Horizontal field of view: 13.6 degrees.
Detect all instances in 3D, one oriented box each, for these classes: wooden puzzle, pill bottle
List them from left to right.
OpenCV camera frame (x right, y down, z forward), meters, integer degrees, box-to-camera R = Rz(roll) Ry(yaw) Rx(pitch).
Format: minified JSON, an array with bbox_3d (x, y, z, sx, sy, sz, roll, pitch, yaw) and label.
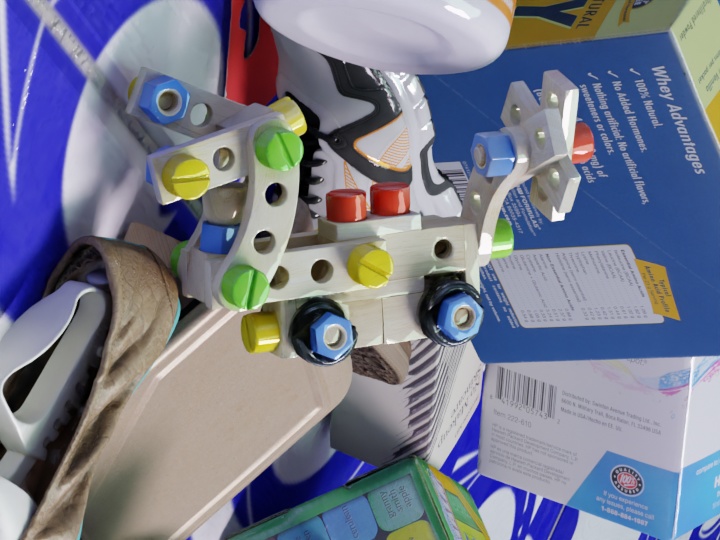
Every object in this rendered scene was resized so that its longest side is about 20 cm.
[{"bbox_3d":[-0.085,0.071,1.397,0.200,0.037,0.185,-46,158,-14],"label":"wooden puzzle"},{"bbox_3d":[0.026,-0.194,1.290,0.112,0.111,0.201,52,48,-71],"label":"pill bottle"}]

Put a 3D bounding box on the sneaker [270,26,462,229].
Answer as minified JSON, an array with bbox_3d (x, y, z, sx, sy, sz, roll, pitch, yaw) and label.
[{"bbox_3d":[-0.008,-0.054,1.401,0.080,0.074,0.200,-37,140,-11],"label":"sneaker"}]

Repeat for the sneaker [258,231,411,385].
[{"bbox_3d":[0.000,0.000,1.570,0.076,0.070,0.200,-64,164,-13],"label":"sneaker"}]

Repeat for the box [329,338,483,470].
[{"bbox_3d":[0.030,0.024,1.698,0.082,0.068,0.201,-57,160,-35],"label":"box"}]

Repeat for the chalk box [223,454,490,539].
[{"bbox_3d":[0.011,0.186,1.674,0.123,0.125,0.200,-24,166,7],"label":"chalk box"}]

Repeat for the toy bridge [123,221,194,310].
[{"bbox_3d":[-0.081,0.025,1.421,0.068,0.027,0.200,-66,163,-1],"label":"toy bridge"}]

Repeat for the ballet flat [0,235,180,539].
[{"bbox_3d":[-0.139,0.072,1.254,0.072,0.068,0.201,45,67,-51],"label":"ballet flat"}]

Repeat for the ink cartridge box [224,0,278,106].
[{"bbox_3d":[0.004,-0.160,1.415,0.162,0.050,0.200,96,21,-44],"label":"ink cartridge box"}]

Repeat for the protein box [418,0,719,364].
[{"bbox_3d":[0.134,-0.071,1.547,0.135,0.199,0.199,-53,127,-40],"label":"protein box"}]

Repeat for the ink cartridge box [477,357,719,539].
[{"bbox_3d":[0.152,0.034,1.750,0.084,0.144,0.201,-21,121,-48],"label":"ink cartridge box"}]

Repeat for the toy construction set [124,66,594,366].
[{"bbox_3d":[0.001,-0.028,1.292,0.092,0.199,0.132,-134,-140,-75],"label":"toy construction set"}]
